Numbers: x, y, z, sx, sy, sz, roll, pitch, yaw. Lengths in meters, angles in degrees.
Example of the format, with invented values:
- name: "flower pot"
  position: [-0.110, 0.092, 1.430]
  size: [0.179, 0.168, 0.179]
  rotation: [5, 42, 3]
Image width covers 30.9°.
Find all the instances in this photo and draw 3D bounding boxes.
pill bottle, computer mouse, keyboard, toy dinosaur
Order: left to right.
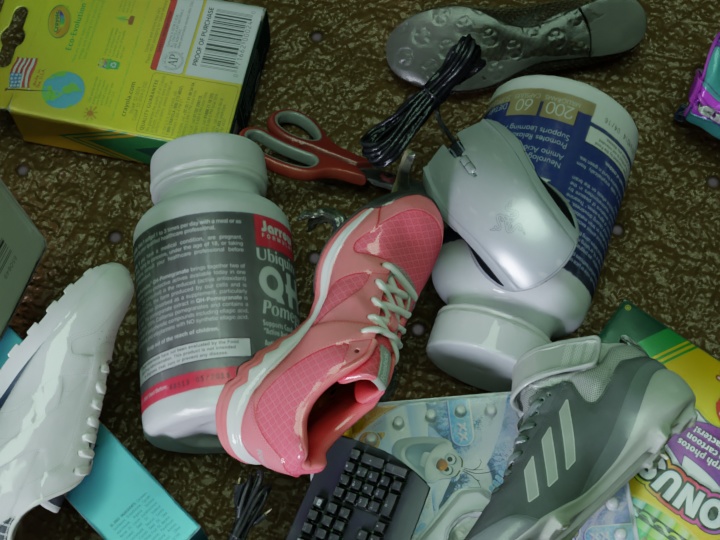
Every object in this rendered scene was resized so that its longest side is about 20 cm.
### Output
- name: "pill bottle"
  position: [-0.097, 0.014, 0.881]
  size: [0.110, 0.111, 0.202]
  rotation: [-6, 69, -1]
- name: "keyboard"
  position: [-0.047, 0.191, 0.763]
  size: [0.126, 0.021, 0.201]
  rotation: [14, 72, 31]
- name: "toy dinosaur"
  position: [0.000, 0.000, 0.884]
  size: [0.047, 0.201, 0.088]
  rotation: [-18, 34, -42]
- name: "computer mouse"
  position: [0.073, -0.068, 0.840]
  size: [0.109, 0.044, 0.200]
  rotation: [-39, 46, 6]
- name: "pill bottle"
  position: [0.113, -0.023, 0.890]
  size: [0.110, 0.111, 0.201]
  rotation: [17, 69, 8]

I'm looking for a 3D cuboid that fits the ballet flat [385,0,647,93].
- name: "ballet flat"
  position: [0.118, -0.176, 0.992]
  size: [0.198, 0.046, 0.068]
  rotation: [-9, 99, 4]

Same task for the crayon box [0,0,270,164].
- name: "crayon box"
  position: [-0.178, -0.151, 0.981]
  size: [0.198, 0.051, 0.128]
  rotation: [12, 69, 5]

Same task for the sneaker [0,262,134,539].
- name: "sneaker"
  position: [-0.188, 0.088, 0.795]
  size: [0.080, 0.076, 0.201]
  rotation: [31, 76, 1]

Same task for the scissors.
- name: "scissors"
  position: [0.006, -0.065, 0.949]
  size: [0.199, 0.014, 0.073]
  rotation: [27, 39, 9]

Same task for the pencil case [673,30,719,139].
- name: "pencil case"
  position: [0.326, -0.091, 0.927]
  size: [0.200, 0.085, 0.092]
  rotation: [37, 57, 15]

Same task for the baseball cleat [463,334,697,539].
- name: "baseball cleat"
  position: [0.106, 0.112, 0.772]
  size: [0.199, 0.070, 0.106]
  rotation: [-32, 59, -26]

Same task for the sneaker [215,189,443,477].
- name: "sneaker"
  position: [0.002, 0.043, 0.784]
  size: [0.087, 0.074, 0.201]
  rotation: [20, 70, 51]

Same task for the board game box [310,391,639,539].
- name: "board game box"
  position: [0.072, 0.166, 0.788]
  size: [0.198, 0.026, 0.201]
  rotation: [-5, 61, -2]

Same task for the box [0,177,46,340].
- name: "box"
  position: [-0.330, -0.014, 0.845]
  size: [0.199, 0.128, 0.109]
  rotation: [-2, 49, 24]

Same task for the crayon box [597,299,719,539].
- name: "crayon box"
  position: [0.206, 0.147, 0.847]
  size: [0.199, 0.058, 0.173]
  rotation: [34, 73, 15]

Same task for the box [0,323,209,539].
- name: "box"
  position: [-0.183, 0.124, 0.855]
  size: [0.049, 0.082, 0.200]
  rotation: [-43, 73, -16]
